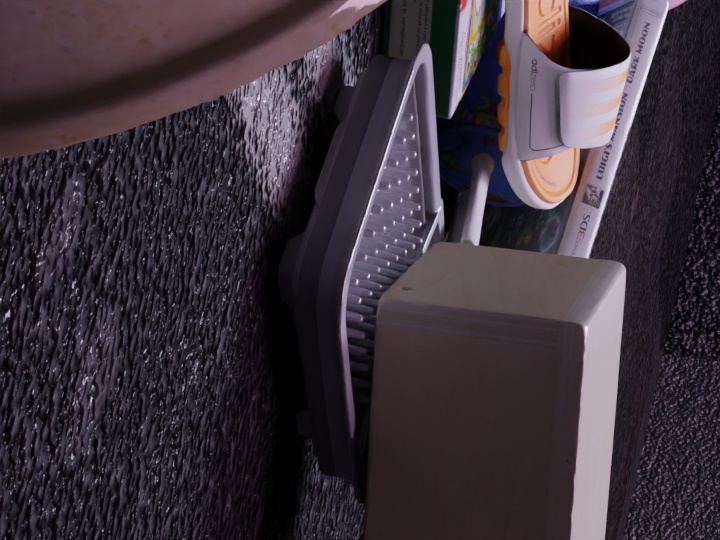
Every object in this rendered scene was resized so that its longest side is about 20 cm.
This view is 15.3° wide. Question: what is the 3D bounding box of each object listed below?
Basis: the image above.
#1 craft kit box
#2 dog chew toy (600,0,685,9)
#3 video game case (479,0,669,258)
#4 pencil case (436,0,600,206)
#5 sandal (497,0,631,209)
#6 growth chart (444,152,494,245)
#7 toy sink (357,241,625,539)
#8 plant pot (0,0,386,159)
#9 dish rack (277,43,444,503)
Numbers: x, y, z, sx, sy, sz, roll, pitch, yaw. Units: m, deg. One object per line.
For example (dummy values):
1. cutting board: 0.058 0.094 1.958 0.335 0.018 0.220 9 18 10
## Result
1. craft kit box: 0.059 -0.214 1.427 0.198 0.048 0.201 -68 165 -55
2. dog chew toy: 0.192 -0.249 1.882 0.200 0.124 0.125 -71 169 -74
3. video game case: 0.113 -0.067 1.626 0.200 0.023 0.182 -15 -124 71
4. pencil case: 0.094 -0.139 1.579 0.078 0.087 0.201 -20 -134 51
5. sandal: 0.113 -0.124 1.459 0.079 0.059 0.207 -44 136 -50
6. growth chart: 0.039 0.033 1.505 0.145 0.018 0.200 -76 -177 -51
7. toy sink: 0.063 0.100 1.349 0.130 0.112 0.201 -44 139 -70
8. plant pot: -0.081 -0.153 0.472 0.184 0.200 0.201 73 28 -44
9. dish rack: 0.000 0.000 1.332 0.200 0.043 0.172 85 20 -54
